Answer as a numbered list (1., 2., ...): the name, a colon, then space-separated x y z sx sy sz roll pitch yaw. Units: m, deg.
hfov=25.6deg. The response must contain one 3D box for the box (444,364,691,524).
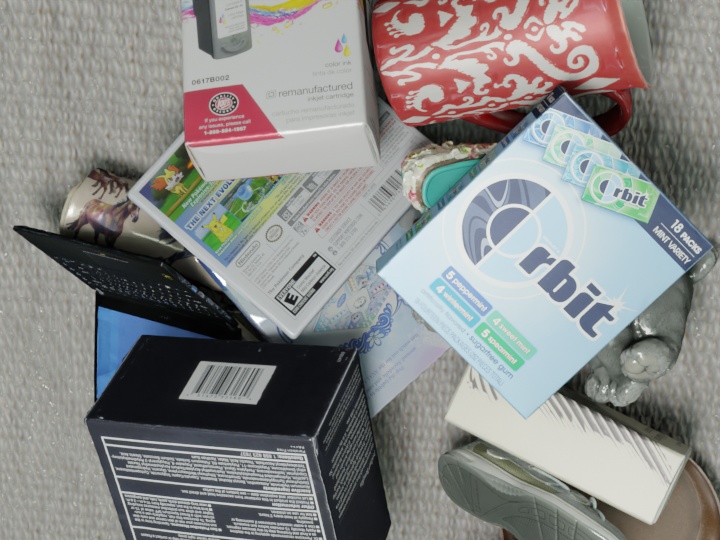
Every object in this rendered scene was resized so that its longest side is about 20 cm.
1. box: 0.179 0.141 1.363 0.200 0.082 0.068 26 96 14

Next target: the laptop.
1. laptop: -0.204 0.060 1.388 0.177 0.200 0.103 12 71 33

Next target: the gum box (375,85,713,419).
1. gum box: 0.141 -0.012 1.230 0.200 0.045 0.170 -44 100 9

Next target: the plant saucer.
1. plant saucer: 0.227 0.227 1.441 0.200 0.032 0.200 3 109 10

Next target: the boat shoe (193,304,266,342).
1. boat shoe: -0.062 0.109 1.412 0.202 0.060 0.072 47 123 8

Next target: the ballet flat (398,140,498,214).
1. ballet flat: 0.122 -0.083 1.291 0.200 0.064 0.076 0 114 -23

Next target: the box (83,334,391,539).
1. box: -0.095 0.168 1.311 0.200 0.123 0.199 3 125 19

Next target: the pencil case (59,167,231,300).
1. pencil case: -0.161 -0.026 1.399 0.200 0.089 0.078 18 80 3

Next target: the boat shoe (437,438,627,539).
1. boat shoe: 0.156 0.201 1.366 0.202 0.065 0.075 24 131 41

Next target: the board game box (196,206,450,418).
1. board game box: 0.000 0.000 1.350 0.200 0.043 0.199 -41 98 -8

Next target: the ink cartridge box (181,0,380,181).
1. ink cartridge box: -0.065 -0.181 1.262 0.147 0.086 0.200 -7 72 7

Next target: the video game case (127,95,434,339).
1. video game case: -0.058 -0.076 1.304 0.182 0.022 0.200 41 81 4

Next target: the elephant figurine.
1. elephant figurine: 0.169 0.012 1.314 0.200 0.155 0.142 35 134 -13

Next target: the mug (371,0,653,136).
1. mug: 0.125 -0.168 1.268 0.200 0.133 0.178 -12 105 18
